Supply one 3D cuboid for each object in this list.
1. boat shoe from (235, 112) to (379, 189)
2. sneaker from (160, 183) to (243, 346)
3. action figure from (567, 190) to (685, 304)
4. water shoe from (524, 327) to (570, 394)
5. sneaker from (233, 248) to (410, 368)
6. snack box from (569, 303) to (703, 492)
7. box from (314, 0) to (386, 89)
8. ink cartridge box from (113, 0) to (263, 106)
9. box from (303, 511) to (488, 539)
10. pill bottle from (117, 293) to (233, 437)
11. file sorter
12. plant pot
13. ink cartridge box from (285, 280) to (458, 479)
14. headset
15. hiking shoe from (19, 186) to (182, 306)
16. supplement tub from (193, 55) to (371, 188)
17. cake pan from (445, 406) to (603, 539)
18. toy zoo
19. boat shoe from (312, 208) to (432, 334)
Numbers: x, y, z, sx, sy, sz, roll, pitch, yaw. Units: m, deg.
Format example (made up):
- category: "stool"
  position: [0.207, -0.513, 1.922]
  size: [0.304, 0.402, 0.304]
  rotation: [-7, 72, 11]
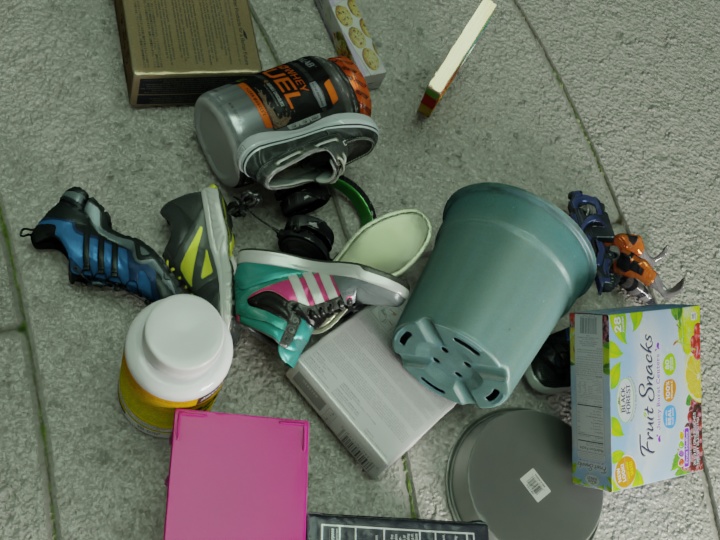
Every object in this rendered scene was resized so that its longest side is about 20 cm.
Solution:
- category: "boat shoe"
  position: [-0.050, -0.129, 1.242]
  size: [0.199, 0.072, 0.071]
  rotation: [-19, 58, -35]
- category: "sneaker"
  position: [-0.185, 0.002, 1.236]
  size: [0.084, 0.075, 0.201]
  rotation: [-11, 72, 4]
- category: "action figure"
  position: [0.311, -0.003, 1.360]
  size: [0.192, 0.105, 0.201]
  rotation: [16, 38, -4]
- category: "water shoe"
  position: [0.292, 0.089, 1.322]
  size: [0.199, 0.079, 0.072]
  rotation: [-21, 73, -24]
- category: "sneaker"
  position: [-0.051, 0.050, 1.171]
  size: [0.199, 0.084, 0.122]
  rotation: [9, 76, 10]
- category: "snack box"
  position: [0.324, 0.144, 1.243]
  size: [0.168, 0.068, 0.202]
  rotation: [-2, 91, -36]
- category: "box"
  position: [-0.022, -0.337, 1.445]
  size: [0.041, 0.039, 0.201]
  rotation: [-14, 71, -23]
- category: "ink cartridge box"
  position: [-0.224, -0.314, 1.354]
  size: [0.164, 0.075, 0.201]
  rotation: [-4, 66, -20]
- category: "box"
  position: [0.024, 0.364, 1.093]
  size: [0.197, 0.123, 0.201]
  rotation: [8, 63, -14]
- category: "pill bottle"
  position: [-0.193, 0.098, 1.106]
  size: [0.108, 0.200, 0.110]
  rotation: [6, 65, -13]
- category: "file sorter"
  position: [-0.137, 0.262, 1.091]
  size: [0.138, 0.125, 0.201]
  rotation: [7, 65, -14]
- category: "plant pot"
  position: [0.144, 0.038, 1.227]
  size: [0.200, 0.200, 0.197]
  rotation: [33, 59, 0]
- category: "ink cartridge box"
  position: [0.033, 0.124, 1.257]
  size: [0.161, 0.050, 0.200]
  rotation: [49, 50, 8]
- category: "headset"
  position: [-0.063, -0.068, 1.276]
  size: [0.199, 0.094, 0.124]
  rotation: [5, 70, -29]
- category: "hiking shoe"
  position: [-0.286, -0.003, 1.205]
  size: [0.200, 0.075, 0.087]
  rotation: [38, 69, 14]
- category: "supplement tub"
  position: [-0.093, -0.189, 1.310]
  size: [0.199, 0.123, 0.123]
  rotation: [-25, 75, -25]
- category: "cake pan"
  position: [0.199, 0.253, 1.244]
  size: [0.199, 0.037, 0.202]
  rotation: [6, 65, -14]
- category: "toy zoo"
  position: [0.121, -0.268, 1.376]
  size: [0.020, 0.200, 0.132]
  rotation: [33, 88, 0]
- category: "boat shoe"
  position: [0.001, 0.002, 1.261]
  size: [0.074, 0.066, 0.199]
  rotation: [44, 82, 0]
